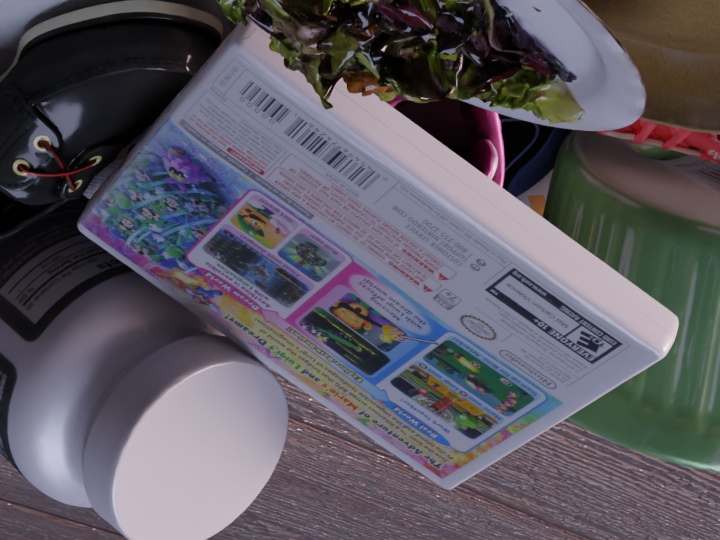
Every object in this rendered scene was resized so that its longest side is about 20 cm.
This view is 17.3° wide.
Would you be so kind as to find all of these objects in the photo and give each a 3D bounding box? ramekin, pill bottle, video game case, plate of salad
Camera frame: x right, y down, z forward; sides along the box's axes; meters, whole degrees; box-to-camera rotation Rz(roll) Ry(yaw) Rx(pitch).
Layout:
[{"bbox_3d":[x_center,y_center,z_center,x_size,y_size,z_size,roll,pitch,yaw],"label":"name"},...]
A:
[{"bbox_3d":[0.166,0.000,1.006,0.198,0.098,0.200,5,-157,-2],"label":"ramekin"},{"bbox_3d":[-0.130,0.035,1.066,0.200,0.116,0.116,36,-172,39],"label":"pill bottle"},{"bbox_3d":[0.000,0.000,0.932,0.199,0.024,0.182,35,148,-9],"label":"video game case"},{"bbox_3d":[-0.006,-0.086,0.720,0.199,0.048,0.200,27,171,5],"label":"plate of salad"}]

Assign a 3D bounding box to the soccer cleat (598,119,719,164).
[{"bbox_3d":[0.147,-0.069,0.956,0.198,0.077,0.067,2,164,7],"label":"soccer cleat"}]

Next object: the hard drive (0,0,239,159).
[{"bbox_3d":[-0.116,-0.096,0.994,0.131,0.026,0.200,-1,160,2],"label":"hard drive"}]

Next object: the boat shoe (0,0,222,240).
[{"bbox_3d":[-0.128,-0.057,0.976,0.073,0.064,0.201,20,151,-40],"label":"boat shoe"}]

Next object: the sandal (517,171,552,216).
[{"bbox_3d":[0.042,-0.011,1.168,0.205,0.060,0.079,-10,161,2],"label":"sandal"}]

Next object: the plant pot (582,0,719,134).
[{"bbox_3d":[0.047,-0.102,0.707,0.199,0.028,0.200,27,170,5],"label":"plant pot"}]

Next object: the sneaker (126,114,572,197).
[{"bbox_3d":[-0.005,-0.051,1.016,0.199,0.071,0.078,-17,163,5],"label":"sneaker"}]

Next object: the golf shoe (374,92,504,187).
[{"bbox_3d":[0.021,-0.026,0.949,0.075,0.092,0.201,-21,128,-15],"label":"golf shoe"}]

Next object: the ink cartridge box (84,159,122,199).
[{"bbox_3d":[-0.115,-0.060,1.160,0.160,0.050,0.200,9,145,-15],"label":"ink cartridge box"}]
